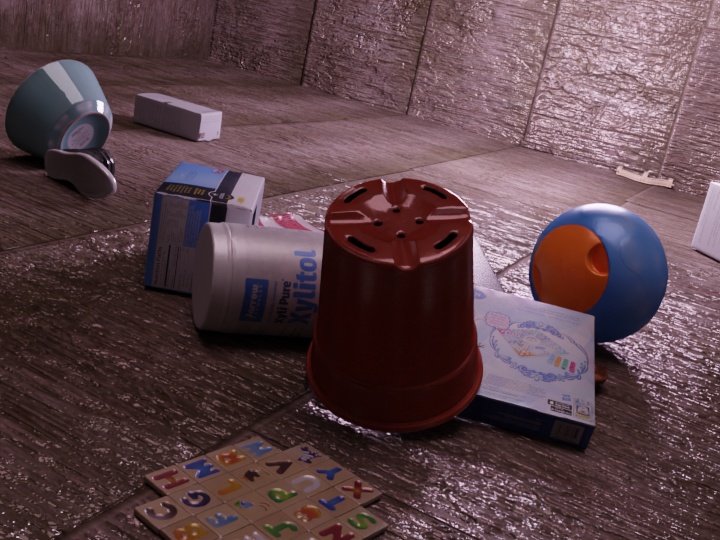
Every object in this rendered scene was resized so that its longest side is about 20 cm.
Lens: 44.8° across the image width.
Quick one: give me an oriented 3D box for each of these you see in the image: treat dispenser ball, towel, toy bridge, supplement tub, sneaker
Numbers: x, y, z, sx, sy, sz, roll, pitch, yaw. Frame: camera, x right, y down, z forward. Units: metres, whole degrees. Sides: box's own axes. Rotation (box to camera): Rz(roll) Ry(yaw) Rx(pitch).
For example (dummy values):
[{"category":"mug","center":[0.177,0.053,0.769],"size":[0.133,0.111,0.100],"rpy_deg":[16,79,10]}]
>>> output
[{"category":"treat dispenser ball","center":[0.347,0.004,1.282],"size":[0.198,0.204,0.201],"rpy_deg":[11,17,-3]},{"category":"towel","center":[-0.140,-0.064,1.467],"size":[0.198,0.023,0.143],"rpy_deg":[-4,24,-42]},{"category":"toy bridge","center":[0.982,-0.320,3.015],"size":[0.197,0.028,0.067],"rpy_deg":[18,24,20]},{"category":"supplement tub","center":[-0.097,0.014,1.068],"size":[0.197,0.134,0.132],"rpy_deg":[4,19,-22]},{"category":"sneaker","center":[-0.455,-0.176,1.514],"size":[0.198,0.072,0.098],"rpy_deg":[21,24,39]}]

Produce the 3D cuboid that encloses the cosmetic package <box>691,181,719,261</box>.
[{"category":"cosmetic package","center":[0.915,-0.093,2.030],"size":[0.164,0.170,0.200],"rpy_deg":[5,19,-22]}]

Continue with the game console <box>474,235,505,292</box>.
[{"category":"game console","center":[0.111,-0.008,1.341],"size":[0.174,0.117,0.201],"rpy_deg":[-24,43,2]}]

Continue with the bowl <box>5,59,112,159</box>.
[{"category":"bowl","center":[-0.538,-0.273,1.615],"size":[0.105,0.202,0.200],"rpy_deg":[40,26,19]}]

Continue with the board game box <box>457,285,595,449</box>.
[{"category":"board game box","center":[0.176,0.103,1.032],"size":[0.197,0.044,0.200],"rpy_deg":[14,37,6]}]

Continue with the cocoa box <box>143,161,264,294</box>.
[{"category":"cocoa box","center":[-0.212,-0.059,1.210],"size":[0.129,0.135,0.200],"rpy_deg":[10,17,-5]}]

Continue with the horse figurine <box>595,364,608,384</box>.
[{"category":"horse figurine","center":[0.239,0.112,1.120],"size":[0.197,0.051,0.133],"rpy_deg":[15,26,-8]}]

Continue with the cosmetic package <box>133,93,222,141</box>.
[{"category":"cosmetic package","center":[-0.450,-0.379,2.156],"size":[0.197,0.075,0.101],"rpy_deg":[17,18,19]}]

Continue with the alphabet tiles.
[{"category":"alphabet tiles","center":[-0.079,0.194,0.730],"size":[0.165,0.006,0.199],"rpy_deg":[26,22,35]}]

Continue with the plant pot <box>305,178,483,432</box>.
[{"category":"plant pot","center":[0.037,0.025,0.909],"size":[0.197,0.197,0.202],"rpy_deg":[0,38,0]}]
